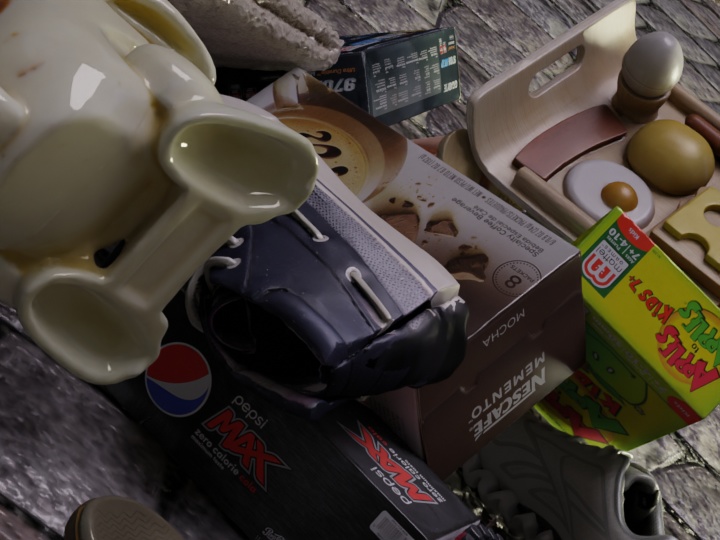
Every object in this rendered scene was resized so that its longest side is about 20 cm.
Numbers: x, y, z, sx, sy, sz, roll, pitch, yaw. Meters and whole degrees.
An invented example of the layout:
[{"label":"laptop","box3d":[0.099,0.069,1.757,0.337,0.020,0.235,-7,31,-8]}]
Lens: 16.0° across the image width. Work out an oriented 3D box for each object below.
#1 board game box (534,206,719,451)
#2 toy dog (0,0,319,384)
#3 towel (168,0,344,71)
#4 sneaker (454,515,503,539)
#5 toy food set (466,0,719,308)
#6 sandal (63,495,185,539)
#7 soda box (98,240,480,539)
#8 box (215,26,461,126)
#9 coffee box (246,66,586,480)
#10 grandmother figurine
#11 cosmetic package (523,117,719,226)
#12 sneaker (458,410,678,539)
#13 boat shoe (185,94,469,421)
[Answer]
[{"label":"board game box","box3d":[0.125,0.038,1.310,0.102,0.048,0.200,45,-15,0]},{"label":"toy dog","box3d":[-0.146,-0.076,1.080,0.193,0.140,0.200,20,25,-41]},{"label":"towel","box3d":[-0.102,-0.129,1.248,0.132,0.035,0.200,4,-8,23]},{"label":"sneaker","box3d":[0.060,0.166,1.137,0.200,0.074,0.081,36,23,-58]},{"label":"toy food set","box3d":[0.171,-0.055,1.333,0.200,0.061,0.143,40,50,20]},{"label":"sandal","box3d":[-0.037,0.157,0.979,0.200,0.054,0.080,49,20,26]},{"label":"soda box","box3d":[-0.043,0.070,1.158,0.200,0.063,0.071,45,19,13]},{"label":"box","box3d":[-0.043,-0.102,1.434,0.200,0.158,0.046,-31,116,-72]},{"label":"coffee box","box3d":[0.000,0.000,1.233,0.200,0.113,0.080,36,-31,33]},{"label":"grandmother figurine","box3d":[0.004,-0.053,1.425,0.199,0.061,0.121,9,-24,47]},{"label":"cosmetic package","box3d":[0.144,0.006,1.465,0.090,0.107,0.200,39,-16,19]},{"label":"sneaker","box3d":[0.114,0.117,1.336,0.075,0.081,0.200,21,25,-41]},{"label":"boat shoe","box3d":[-0.051,-0.010,1.123,0.200,0.075,0.092,34,35,29]}]
